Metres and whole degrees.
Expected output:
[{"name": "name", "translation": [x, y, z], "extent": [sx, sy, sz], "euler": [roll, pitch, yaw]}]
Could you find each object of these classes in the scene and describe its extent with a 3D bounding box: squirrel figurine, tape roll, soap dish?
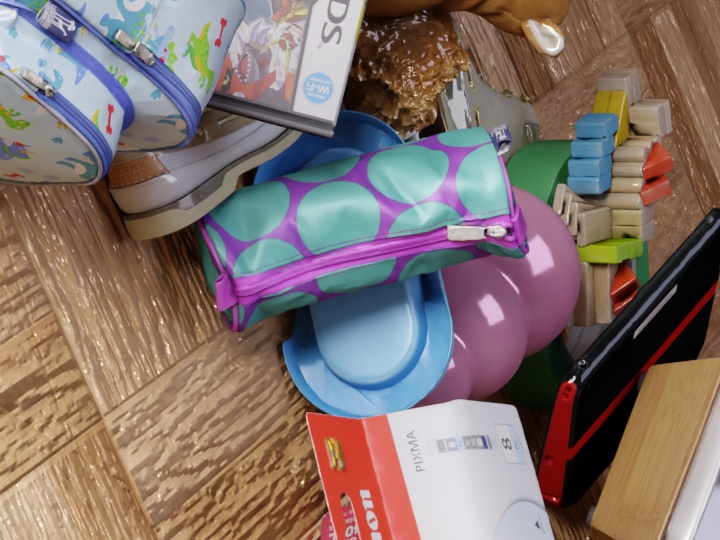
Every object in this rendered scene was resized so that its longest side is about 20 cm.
[{"name": "squirrel figurine", "translation": [0.045, -0.188, 1.719], "extent": [0.186, 0.200, 0.142], "euler": [22, 20, -36]}, {"name": "tape roll", "translation": [0.153, 0.004, 1.955], "extent": [0.200, 0.048, 0.202], "euler": [-3, 93, -60]}, {"name": "soap dish", "translation": [0.228, 0.166, 1.914], "extent": [0.200, 0.081, 0.158], "euler": [69, 41, -62]}]

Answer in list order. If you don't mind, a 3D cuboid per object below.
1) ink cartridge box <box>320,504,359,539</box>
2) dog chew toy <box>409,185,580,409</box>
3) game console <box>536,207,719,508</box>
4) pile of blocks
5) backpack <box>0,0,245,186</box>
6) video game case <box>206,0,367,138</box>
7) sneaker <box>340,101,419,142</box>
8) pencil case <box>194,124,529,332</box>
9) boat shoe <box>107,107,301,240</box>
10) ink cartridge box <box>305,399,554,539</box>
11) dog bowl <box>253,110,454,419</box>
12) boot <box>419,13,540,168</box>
[{"name": "ink cartridge box", "translation": [0.040, 0.255, 1.615], "extent": [0.145, 0.083, 0.201], "euler": [45, 36, -38]}, {"name": "dog chew toy", "translation": [0.065, 0.030, 1.775], "extent": [0.200, 0.124, 0.125], "euler": [-49, 117, -41]}, {"name": "game console", "translation": [0.193, 0.066, 1.899], "extent": [0.200, 0.031, 0.177], "euler": [-46, 155, -29]}, {"name": "pile of blocks", "translation": [0.184, -0.053, 1.882], "extent": [0.082, 0.062, 0.201], "euler": [32, 64, -57]}, {"name": "backpack", "translation": [-0.174, -0.126, 1.385], "extent": [0.200, 0.182, 0.148], "euler": [34, 67, -45]}, {"name": "video game case", "translation": [-0.089, -0.188, 1.517], "extent": [0.025, 0.199, 0.182], "euler": [-161, -95, -79]}, {"name": "sneaker", "translation": [-0.007, -0.128, 1.785], "extent": [0.201, 0.080, 0.076], "euler": [62, 31, -12]}, {"name": "pencil case", "translation": [0.001, -0.026, 1.607], "extent": [0.093, 0.199, 0.085], "euler": [-116, -168, -60]}, {"name": "boat shoe", "translation": [-0.092, -0.091, 1.612], "extent": [0.069, 0.074, 0.200], "euler": [67, 28, -17]}, {"name": "ink cartridge box", "translation": [0.053, 0.156, 1.567], "extent": [0.200, 0.047, 0.161], "euler": [11, 60, -60]}, {"name": "dog bowl", "translation": [0.000, 0.000, 1.690], "extent": [0.050, 0.111, 0.201], "euler": [32, 44, -71]}, {"name": "boot", "translation": [0.067, -0.138, 1.932], "extent": [0.154, 0.072, 0.201], "euler": [3, 75, -60]}]
